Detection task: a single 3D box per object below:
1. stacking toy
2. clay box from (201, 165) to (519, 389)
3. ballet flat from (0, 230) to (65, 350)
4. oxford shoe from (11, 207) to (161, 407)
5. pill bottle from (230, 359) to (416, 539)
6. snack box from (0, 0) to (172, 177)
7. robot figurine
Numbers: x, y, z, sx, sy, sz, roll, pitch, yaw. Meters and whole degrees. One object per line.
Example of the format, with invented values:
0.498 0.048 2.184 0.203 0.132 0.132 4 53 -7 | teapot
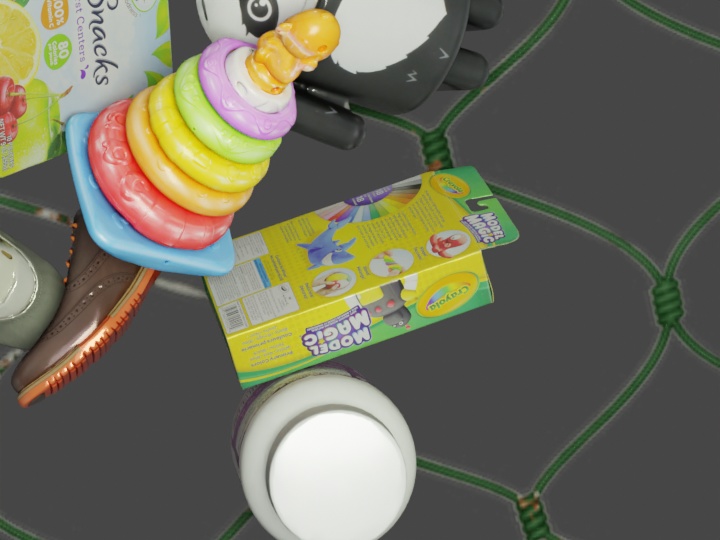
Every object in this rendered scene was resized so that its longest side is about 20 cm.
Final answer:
-0.081 -0.095 1.179 0.116 0.200 0.110 13 49 -40 | stacking toy
0.000 0.000 1.281 0.199 0.115 0.048 -18 123 -6 | clay box
-0.270 -0.013 1.276 0.200 0.064 0.068 38 87 -7 | ballet flat
-0.171 0.002 1.287 0.072 0.071 0.200 39 74 -1 | oxford shoe
-0.024 0.118 1.242 0.111 0.200 0.113 0 93 -7 | pill bottle
-0.189 -0.176 1.215 0.142 0.053 0.201 -27 129 -36 | snack box
-0.007 -0.172 1.256 0.199 0.125 0.151 16 48 -27 | robot figurine
